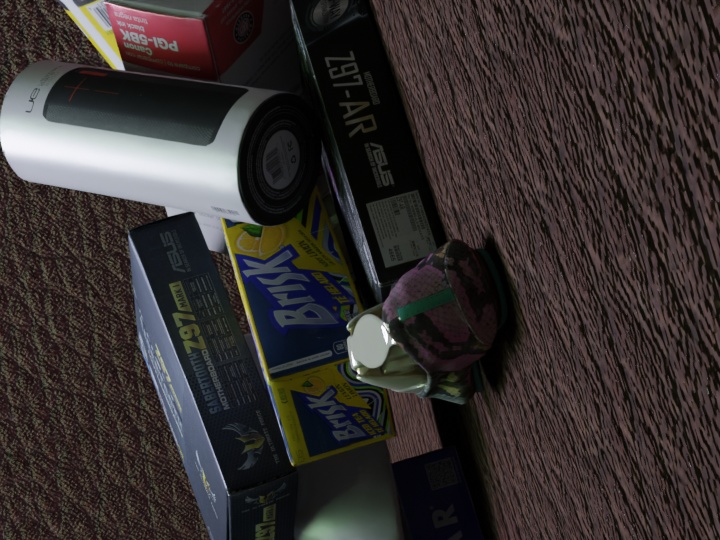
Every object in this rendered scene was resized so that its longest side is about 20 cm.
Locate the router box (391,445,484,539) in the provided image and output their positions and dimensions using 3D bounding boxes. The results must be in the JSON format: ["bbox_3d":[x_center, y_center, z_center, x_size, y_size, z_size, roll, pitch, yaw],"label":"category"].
[{"bbox_3d":[0.072,0.247,1.327,0.180,0.049,0.201,85,169,-68],"label":"router box"}]

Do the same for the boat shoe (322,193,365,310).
[{"bbox_3d":[0.000,0.000,1.312,0.076,0.072,0.200,58,175,11],"label":"boat shoe"}]

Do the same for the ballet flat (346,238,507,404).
[{"bbox_3d":[0.029,0.031,0.927,0.200,0.071,0.069,93,161,-79],"label":"ballet flat"}]

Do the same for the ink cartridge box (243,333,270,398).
[{"bbox_3d":[-0.074,0.155,1.333,0.094,0.044,0.201,82,178,-64],"label":"ink cartridge box"}]

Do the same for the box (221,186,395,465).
[{"bbox_3d":[-0.036,0.021,1.113,0.200,0.064,0.070,-112,7,-53],"label":"box"}]

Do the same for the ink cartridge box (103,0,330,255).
[{"bbox_3d":[-0.077,-0.129,1.239,0.147,0.083,0.200,-53,-35,-39],"label":"ink cartridge box"}]

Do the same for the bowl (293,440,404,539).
[{"bbox_3d":[-0.014,0.150,1.298,0.200,0.074,0.200,85,175,-53],"label":"bowl"}]

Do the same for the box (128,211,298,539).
[{"bbox_3d":[-0.098,0.085,1.224,0.158,0.051,0.200,99,151,-60],"label":"box"}]

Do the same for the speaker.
[{"bbox_3d":[-0.125,-0.079,1.140,0.200,0.081,0.081,12,129,35],"label":"speaker"}]

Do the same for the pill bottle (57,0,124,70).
[{"bbox_3d":[-0.129,-0.172,1.368,0.200,0.114,0.114,52,-172,-28],"label":"pill bottle"}]

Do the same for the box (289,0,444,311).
[{"bbox_3d":[0.007,-0.052,1.126,0.160,0.043,0.201,83,171,-66],"label":"box"}]
